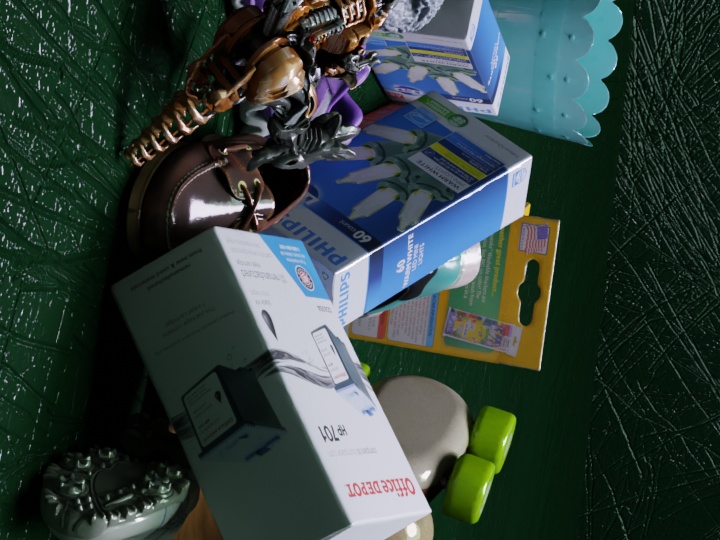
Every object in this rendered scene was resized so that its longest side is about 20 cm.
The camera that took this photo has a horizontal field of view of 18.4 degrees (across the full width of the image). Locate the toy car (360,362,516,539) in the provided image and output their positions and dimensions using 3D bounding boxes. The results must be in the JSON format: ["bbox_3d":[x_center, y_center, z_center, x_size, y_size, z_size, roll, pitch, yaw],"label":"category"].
[{"bbox_3d":[0.023,0.203,1.902,0.158,0.164,0.201,-57,163,-59],"label":"toy car"}]

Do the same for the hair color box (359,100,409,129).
[{"bbox_3d":[0.030,-0.079,1.911,0.200,0.064,0.111,-33,130,-71],"label":"hair color box"}]

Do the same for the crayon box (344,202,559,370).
[{"bbox_3d":[0.059,-0.001,1.787,0.052,0.199,0.126,-36,135,-71],"label":"crayon box"}]

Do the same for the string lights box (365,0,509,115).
[{"bbox_3d":[0.060,-0.193,1.867,0.200,0.102,0.059,51,49,-72],"label":"string lights box"}]

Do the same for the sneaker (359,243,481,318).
[{"bbox_3d":[0.000,0.000,1.692,0.080,0.200,0.072,-11,85,-38],"label":"sneaker"}]

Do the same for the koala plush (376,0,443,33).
[{"bbox_3d":[0.066,-0.262,1.484,0.184,0.199,0.178,59,17,-44],"label":"koala plush"}]

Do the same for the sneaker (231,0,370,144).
[{"bbox_3d":[-0.036,-0.161,1.518,0.081,0.088,0.201,-64,158,-47],"label":"sneaker"}]

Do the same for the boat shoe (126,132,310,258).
[{"bbox_3d":[-0.087,-0.050,1.425,0.200,0.070,0.071,-44,142,-67],"label":"boat shoe"}]

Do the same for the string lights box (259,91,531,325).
[{"bbox_3d":[0.016,-0.044,1.579,0.200,0.103,0.059,-31,143,-35],"label":"string lights box"}]

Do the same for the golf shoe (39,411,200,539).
[{"bbox_3d":[-0.140,0.152,1.344,0.200,0.078,0.098,-20,125,-73],"label":"golf shoe"}]

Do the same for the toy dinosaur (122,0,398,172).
[{"bbox_3d":[-0.056,-0.130,1.351,0.136,0.199,0.102,88,-14,-69],"label":"toy dinosaur"}]

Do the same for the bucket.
[{"bbox_3d":[0.191,-0.238,2.316,0.207,0.134,0.208,11,90,-77],"label":"bucket"}]

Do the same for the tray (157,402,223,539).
[{"bbox_3d":[-0.094,0.150,1.475,0.037,0.098,0.201,173,-70,-68],"label":"tray"}]

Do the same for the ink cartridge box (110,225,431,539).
[{"bbox_3d":[-0.054,0.082,1.375,0.200,0.086,0.146,63,17,12],"label":"ink cartridge box"}]
